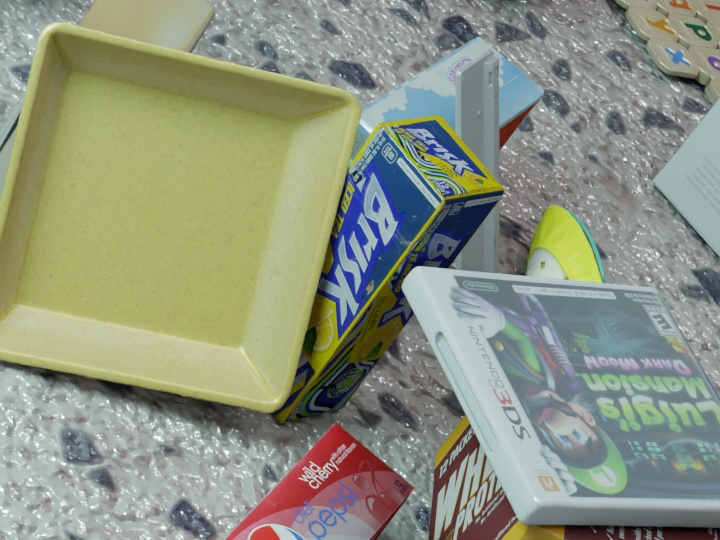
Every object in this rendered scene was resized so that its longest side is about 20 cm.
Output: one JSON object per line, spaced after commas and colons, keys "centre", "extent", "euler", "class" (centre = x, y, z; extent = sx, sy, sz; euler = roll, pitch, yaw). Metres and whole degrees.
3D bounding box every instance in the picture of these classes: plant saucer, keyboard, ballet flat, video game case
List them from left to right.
{"centre": [-0.119, -0.033, 1.580], "extent": [0.199, 0.201, 0.048], "euler": [12, 8, -18], "class": "plant saucer"}
{"centre": [0.077, -0.046, 1.786], "extent": [0.011, 0.201, 0.056], "euler": [12, 25, 30], "class": "keyboard"}
{"centre": [0.148, 0.034, 1.854], "extent": [0.067, 0.067, 0.200], "euler": [-9, 53, -21], "class": "ballet flat"}
{"centre": [0.139, 0.075, 1.580], "extent": [0.199, 0.023, 0.182], "euler": [5, 45, -37], "class": "video game case"}

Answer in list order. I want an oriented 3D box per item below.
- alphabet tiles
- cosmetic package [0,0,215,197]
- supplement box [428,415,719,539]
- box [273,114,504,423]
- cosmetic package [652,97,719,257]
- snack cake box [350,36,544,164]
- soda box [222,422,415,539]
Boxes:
{"centre": [0.305, -0.202, 2.326], "extent": [0.195, 0.015, 0.200], "euler": [4, 45, -39], "class": "alphabet tiles"}
{"centre": [-0.170, -0.108, 1.695], "extent": [0.071, 0.105, 0.200], "euler": [33, 32, -6], "class": "cosmetic package"}
{"centre": [0.157, 0.173, 1.620], "extent": [0.199, 0.133, 0.198], "euler": [27, 35, -14], "class": "supplement box"}
{"centre": [0.000, 0.000, 1.628], "extent": [0.064, 0.200, 0.070], "euler": [-12, 55, -49], "class": "box"}
{"centre": [0.372, -0.075, 2.062], "extent": [0.123, 0.200, 0.200], "euler": [-12, 57, -52], "class": "cosmetic package"}
{"centre": [0.035, -0.076, 1.832], "extent": [0.067, 0.115, 0.200], "euler": [41, 33, 8], "class": "snack cake box"}
{"centre": [-0.046, 0.167, 1.499], "extent": [0.063, 0.070, 0.200], "euler": [38, 33, 5], "class": "soda box"}
